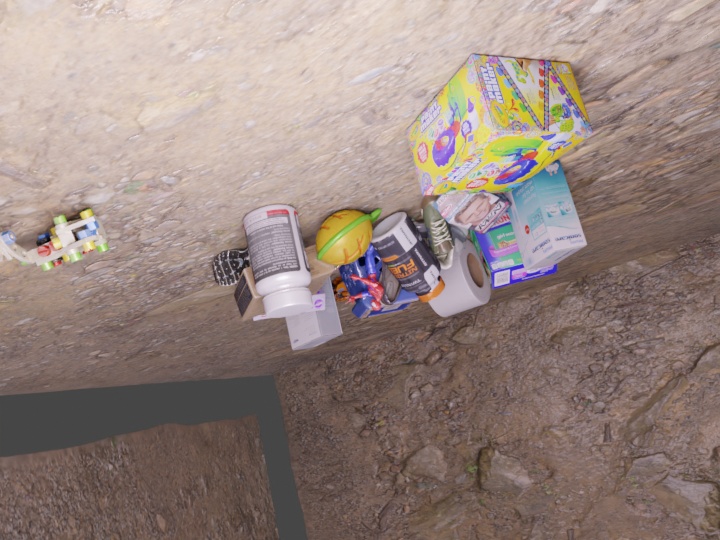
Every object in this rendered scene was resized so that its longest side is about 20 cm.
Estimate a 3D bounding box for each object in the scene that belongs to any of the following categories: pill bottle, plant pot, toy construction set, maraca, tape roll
[{"bbox_3d":[0.114,-0.024,1.330,0.105,0.201,0.107,-32,-160,14],"label":"pill bottle"},{"bbox_3d":[0.058,0.016,1.537,0.196,0.183,0.200,-9,167,-12],"label":"plant pot"},{"bbox_3d":[-0.161,-0.017,1.157,0.112,0.203,0.114,-13,166,-3],"label":"pill bottle"},{"bbox_3d":[-0.500,-0.044,0.945,0.196,0.094,0.131,-7,-169,2],"label":"toy construction set"},{"bbox_3d":[-0.023,-0.078,1.268,0.137,0.108,0.199,-40,177,38],"label":"maraca"},{"bbox_3d":[0.283,0.022,1.743,0.138,0.206,0.201,-23,163,31],"label":"tape roll"}]

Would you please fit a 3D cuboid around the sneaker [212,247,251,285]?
[{"bbox_3d":[-0.250,-0.015,1.339,0.197,0.080,0.090,-19,168,20],"label":"sneaker"}]

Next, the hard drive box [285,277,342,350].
[{"bbox_3d":[-0.144,0.105,1.644,0.076,0.203,0.155,-1,162,-41],"label":"hard drive box"}]

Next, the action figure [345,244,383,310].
[{"bbox_3d":[0.000,0.000,1.380,0.097,0.203,0.065,-11,166,-5],"label":"action figure"}]

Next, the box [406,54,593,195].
[{"bbox_3d":[0.207,-0.217,0.911,0.190,0.124,0.200,-6,164,-26],"label":"box"}]

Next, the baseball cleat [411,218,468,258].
[{"bbox_3d":[0.201,-0.078,1.469,0.197,0.109,0.069,-2,-176,-35],"label":"baseball cleat"}]

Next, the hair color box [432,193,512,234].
[{"bbox_3d":[0.250,-0.145,1.289,0.100,0.061,0.199,-49,151,21],"label":"hair color box"}]

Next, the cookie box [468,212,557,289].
[{"bbox_3d":[0.376,-0.070,1.466,0.168,0.202,0.076,-15,139,0],"label":"cookie box"}]

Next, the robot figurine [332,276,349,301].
[{"bbox_3d":[-0.041,0.050,1.825,0.144,0.059,0.199,2,158,-45],"label":"robot figurine"}]

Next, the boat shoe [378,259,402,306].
[{"bbox_3d":[0.083,-0.013,1.410,0.071,0.204,0.065,11,178,-18],"label":"boat shoe"}]

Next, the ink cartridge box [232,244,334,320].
[{"bbox_3d":[-0.177,0.027,1.322,0.198,0.076,0.165,-20,168,-28],"label":"ink cartridge box"}]

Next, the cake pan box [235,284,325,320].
[{"bbox_3d":[-0.203,0.054,1.488,0.197,0.053,0.184,-7,-152,-23],"label":"cake pan box"}]

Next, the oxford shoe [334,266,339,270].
[{"bbox_3d":[-0.140,-0.016,1.460,0.197,0.072,0.074,-14,160,-7],"label":"oxford shoe"}]

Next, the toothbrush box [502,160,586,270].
[{"bbox_3d":[0.409,-0.121,1.316,0.084,0.203,0.147,-10,167,-14],"label":"toothbrush box"}]

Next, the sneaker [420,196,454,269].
[{"bbox_3d":[0.187,-0.082,1.343,0.066,0.091,0.201,-18,144,-3],"label":"sneaker"}]
